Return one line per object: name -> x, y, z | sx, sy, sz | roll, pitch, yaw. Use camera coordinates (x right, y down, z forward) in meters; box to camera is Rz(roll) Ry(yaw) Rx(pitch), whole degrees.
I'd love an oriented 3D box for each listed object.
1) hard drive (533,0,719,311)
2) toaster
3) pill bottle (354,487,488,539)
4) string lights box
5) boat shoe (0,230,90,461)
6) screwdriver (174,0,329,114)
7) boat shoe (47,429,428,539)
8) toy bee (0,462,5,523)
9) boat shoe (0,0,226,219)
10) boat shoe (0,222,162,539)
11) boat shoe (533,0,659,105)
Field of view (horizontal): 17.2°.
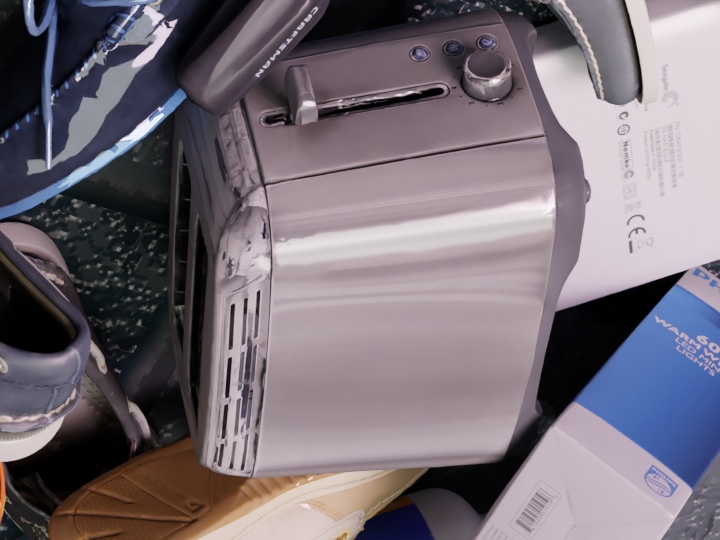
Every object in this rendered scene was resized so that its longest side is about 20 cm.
hard drive -> 0.067, -0.036, 0.950 | 0.199, 0.027, 0.132 | -18, 132, -6
toaster -> 0.000, 0.000, 0.861 | 0.128, 0.114, 0.201 | -5, 140, -11
pill bottle -> 0.008, 0.160, 1.032 | 0.199, 0.112, 0.113 | -19, 133, -10
string lights box -> 0.104, 0.079, 0.956 | 0.059, 0.200, 0.103 | 36, 118, 9
boat shoe -> -0.171, -0.019, 0.782 | 0.075, 0.200, 0.062 | -38, 167, -42
screwdriver -> 0.013, -0.128, 0.776 | 0.200, 0.028, 0.029 | -44, 134, 7
boat shoe -> -0.043, 0.098, 0.956 | 0.199, 0.074, 0.070 | -22, 130, -37
toy bee -> -0.182, 0.020, 0.849 | 0.109, 0.131, 0.201 | -45, 130, -20
boat shoe -> -0.078, -0.103, 0.818 | 0.200, 0.084, 0.069 | -44, 124, -4
boat shoe -> -0.116, 0.071, 0.948 | 0.073, 0.060, 0.201 | -18, 132, -7
boat shoe -> 0.056, -0.135, 0.838 | 0.061, 0.073, 0.201 | -20, 129, 8
